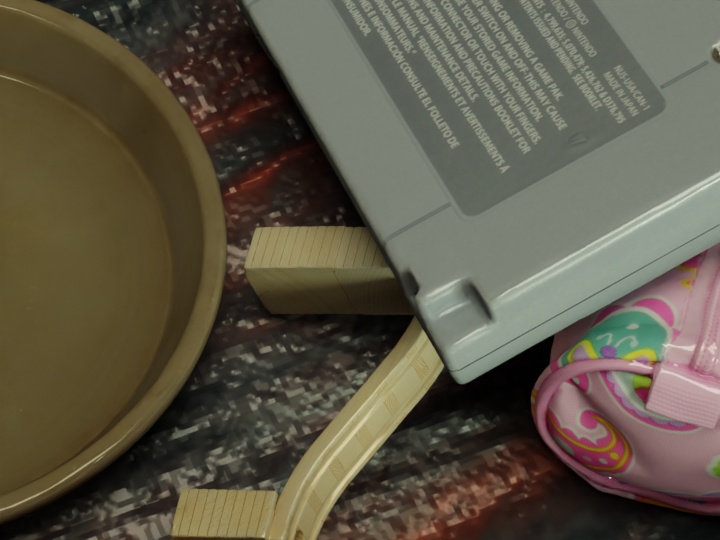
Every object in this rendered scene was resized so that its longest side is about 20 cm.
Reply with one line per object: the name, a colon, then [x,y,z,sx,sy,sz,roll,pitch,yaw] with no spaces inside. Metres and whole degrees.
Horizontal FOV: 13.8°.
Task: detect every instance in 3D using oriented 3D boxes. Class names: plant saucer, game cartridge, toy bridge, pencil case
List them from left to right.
plant saucer: [-0.140,-0.002,0.906,0.199,0.030,0.201,1,58,-1]
toy bridge: [0.000,0.000,0.897,0.067,0.027,0.201,-1,55,24]
game cartridge: [0.047,-0.066,0.885,0.133,0.041,0.200,-31,46,2]
pencil case: [0.116,-0.025,0.896,0.087,0.088,0.201,18,59,10]
